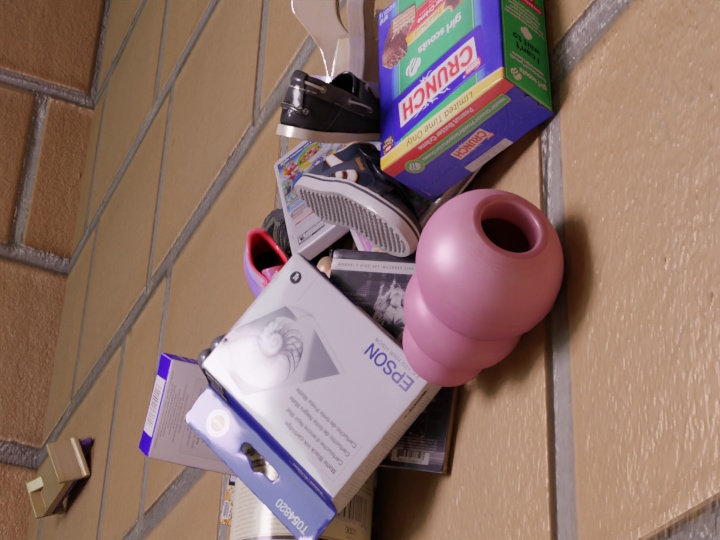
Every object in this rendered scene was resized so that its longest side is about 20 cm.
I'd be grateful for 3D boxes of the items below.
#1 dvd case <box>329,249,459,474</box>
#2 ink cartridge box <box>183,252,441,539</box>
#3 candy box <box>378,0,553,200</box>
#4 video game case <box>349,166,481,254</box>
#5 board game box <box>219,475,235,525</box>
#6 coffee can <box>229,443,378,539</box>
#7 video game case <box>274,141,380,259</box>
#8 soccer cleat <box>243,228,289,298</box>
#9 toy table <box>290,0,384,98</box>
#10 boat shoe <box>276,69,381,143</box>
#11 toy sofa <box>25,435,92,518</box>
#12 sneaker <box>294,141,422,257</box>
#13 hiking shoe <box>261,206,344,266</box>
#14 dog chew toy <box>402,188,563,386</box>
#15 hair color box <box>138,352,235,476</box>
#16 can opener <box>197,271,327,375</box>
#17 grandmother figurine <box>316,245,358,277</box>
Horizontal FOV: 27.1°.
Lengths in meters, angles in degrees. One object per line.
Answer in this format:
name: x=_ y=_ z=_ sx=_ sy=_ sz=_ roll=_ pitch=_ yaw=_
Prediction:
dvd case: x=0.026 y=0.082 z=1.399 sx=0.147 sy=0.016 sz=0.203 roll=3 pitch=76 yaw=25
ink cartridge box: x=-0.055 y=0.118 z=1.390 sx=0.199 sy=0.041 sz=0.201 roll=40 pitch=92 yaw=28
candy box: x=0.094 y=-0.196 z=1.404 sx=0.168 sy=0.076 sz=0.202 roll=-34 pitch=44 yaw=38
video game case: x=0.063 y=-0.093 z=1.479 sx=0.201 sy=0.018 sz=0.144 roll=-52 pitch=26 yaw=16
board game box: x=-0.109 y=0.209 z=1.775 sx=0.151 sy=0.046 sz=0.203 roll=167 pitch=116 yaw=-69
coffee can: x=-0.053 y=0.199 z=1.481 sx=0.146 sy=0.145 sz=0.203 roll=137 pitch=143 yaw=-56
video game case: x=-0.029 y=-0.107 z=1.701 sx=0.143 sy=0.018 sz=0.201 roll=-36 pitch=33 yaw=15
soccer cleat: x=-0.085 y=0.039 z=1.710 sx=0.077 sy=0.066 sz=0.201 roll=78 pitch=166 yaw=-53
toy table: x=0.008 y=-0.231 z=1.598 sx=0.200 sy=0.181 sz=0.119 roll=-86 pitch=4 yaw=-90
boat shoe: x=-0.002 y=-0.157 z=1.444 sx=0.071 sy=0.199 sz=0.069 roll=9 pitch=98 yaw=37
toy sofa: x=-0.575 y=0.401 z=2.900 sx=0.200 sy=0.097 sz=0.084 roll=-50 pitch=56 yaw=50
sneaker: x=0.011 y=-0.077 z=1.441 sx=0.079 sy=0.079 sz=0.199 roll=-42 pitch=33 yaw=-13
hiking shoe: x=-0.076 y=-0.026 z=1.806 sx=0.200 sy=0.075 sz=0.102 roll=141 pitch=142 yaw=-58
dog chew toy: x=0.092 y=0.025 z=1.258 sx=0.201 sy=0.123 sz=0.126 roll=115 pitch=159 yaw=-49
hair color box: x=-0.133 y=0.167 z=1.644 sx=0.065 sy=0.197 sz=0.111 roll=-167 pitch=92 yaw=-72
can opener: x=-0.095 y=0.058 z=1.552 sx=0.067 sy=0.199 sz=0.053 roll=53 pitch=129 yaw=9
grandmother figurine: x=0.000 y=0.000 z=1.611 sx=0.200 sy=0.060 sz=0.123 roll=141 pitch=131 yaw=-63
